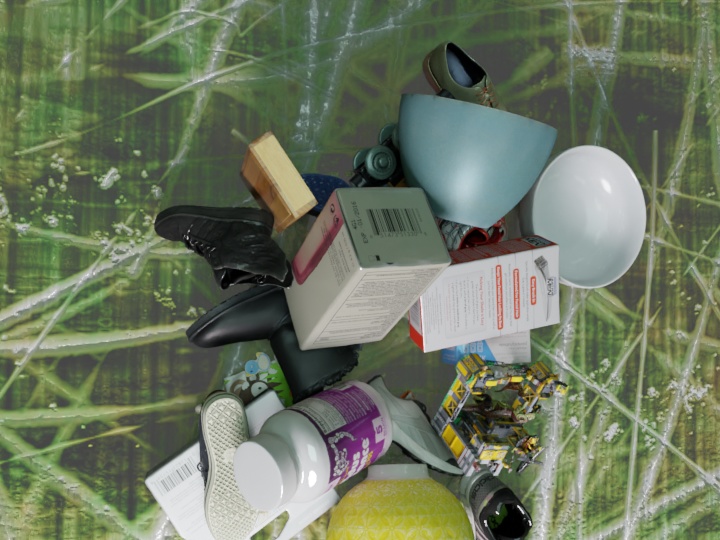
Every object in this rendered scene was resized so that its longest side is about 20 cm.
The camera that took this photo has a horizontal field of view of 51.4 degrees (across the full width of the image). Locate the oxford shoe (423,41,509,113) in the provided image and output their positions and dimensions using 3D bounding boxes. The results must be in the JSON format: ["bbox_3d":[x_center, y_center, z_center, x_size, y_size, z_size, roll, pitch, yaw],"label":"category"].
[{"bbox_3d":[0.169,-0.242,1.077,0.200,0.074,0.071,45,79,-7],"label":"oxford shoe"}]

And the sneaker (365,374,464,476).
[{"bbox_3d":[0.079,0.221,1.040,0.199,0.074,0.080,35,75,-9],"label":"sneaker"}]

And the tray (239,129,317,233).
[{"bbox_3d":[-0.109,-0.105,0.947,0.037,0.200,0.099,-35,95,-12],"label":"tray"}]

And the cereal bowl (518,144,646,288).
[{"bbox_3d":[0.312,-0.076,1.090,0.197,0.083,0.204,0,90,-20],"label":"cereal bowl"}]

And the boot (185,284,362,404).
[{"bbox_3d":[-0.109,0.100,0.988,0.197,0.073,0.164,-28,82,-22],"label":"boot"}]

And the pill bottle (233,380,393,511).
[{"bbox_3d":[-0.057,0.215,0.918,0.199,0.111,0.114,-17,91,-50],"label":"pill bottle"}]

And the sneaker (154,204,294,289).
[{"bbox_3d":[-0.180,-0.026,0.958,0.197,0.060,0.106,-1,64,11],"label":"sneaker"}]

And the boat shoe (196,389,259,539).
[{"bbox_3d":[-0.165,0.242,0.931,0.074,0.062,0.203,-8,102,-18],"label":"boat shoe"}]

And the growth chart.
[{"bbox_3d":[-0.125,0.187,1.025,0.198,0.018,0.146,-30,93,-13],"label":"growth chart"}]

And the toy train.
[{"bbox_3d":[0.077,-0.161,1.054,0.200,0.085,0.114,-45,106,-10],"label":"toy train"}]

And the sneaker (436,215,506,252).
[{"bbox_3d":[0.185,-0.089,1.047,0.200,0.068,0.108,-27,49,-18],"label":"sneaker"}]

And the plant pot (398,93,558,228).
[{"bbox_3d":[0.132,-0.130,0.937,0.197,0.200,0.137,11,99,-11],"label":"plant pot"}]

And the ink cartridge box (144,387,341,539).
[{"bbox_3d":[-0.151,0.283,0.982,0.199,0.044,0.175,-33,94,-13],"label":"ink cartridge box"}]

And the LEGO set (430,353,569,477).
[{"bbox_3d":[0.199,0.201,0.998,0.198,0.116,0.155,19,113,-38],"label":"LEGO set"}]

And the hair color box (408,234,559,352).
[{"bbox_3d":[0.161,0.028,0.985,0.197,0.064,0.113,-10,108,-13],"label":"hair color box"}]

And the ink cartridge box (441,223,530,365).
[{"bbox_3d":[0.176,0.030,1.070,0.113,0.068,0.203,-1,88,-13],"label":"ink cartridge box"}]

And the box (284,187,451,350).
[{"bbox_3d":[0.000,0.000,0.917,0.126,0.200,0.110,-4,61,-30],"label":"box"}]

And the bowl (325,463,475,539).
[{"bbox_3d":[0.050,0.310,0.975,0.197,0.200,0.109,2,74,-12],"label":"bowl"}]

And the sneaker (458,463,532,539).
[{"bbox_3d":[0.198,0.364,1.032,0.073,0.087,0.202,-28,114,-17],"label":"sneaker"}]

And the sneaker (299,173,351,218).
[{"bbox_3d":[-0.010,-0.068,1.016,0.198,0.079,0.070,19,48,14],"label":"sneaker"}]
